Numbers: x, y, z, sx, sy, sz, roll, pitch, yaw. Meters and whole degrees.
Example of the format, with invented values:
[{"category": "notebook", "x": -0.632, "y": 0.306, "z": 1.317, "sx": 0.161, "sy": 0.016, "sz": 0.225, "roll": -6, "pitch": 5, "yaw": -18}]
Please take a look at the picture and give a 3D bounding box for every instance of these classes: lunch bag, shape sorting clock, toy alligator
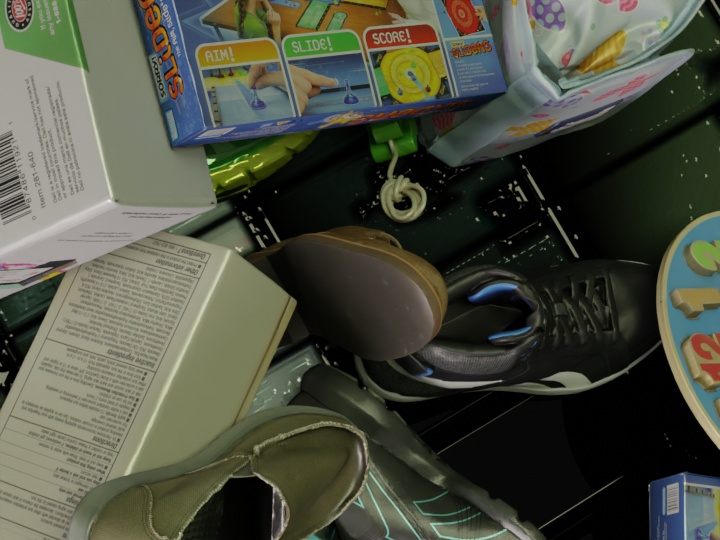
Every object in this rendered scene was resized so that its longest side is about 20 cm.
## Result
[{"category": "lunch bag", "x": 0.122, "y": -0.150, "z": 1.387, "sx": 0.127, "sy": 0.170, "sz": 0.200, "roll": 37, "pitch": 66, "yaw": -8}, {"category": "shape sorting clock", "x": 0.252, "y": 0.051, "z": 1.408, "sx": 0.199, "sy": 0.039, "sz": 0.201, "roll": 17, "pitch": 53, "yaw": -23}, {"category": "toy alligator", "x": 0.015, "y": -0.095, "z": 1.385, "sx": 0.059, "sy": 0.054, "sz": 0.201, "roll": -17, "pitch": 55, "yaw": 8}]

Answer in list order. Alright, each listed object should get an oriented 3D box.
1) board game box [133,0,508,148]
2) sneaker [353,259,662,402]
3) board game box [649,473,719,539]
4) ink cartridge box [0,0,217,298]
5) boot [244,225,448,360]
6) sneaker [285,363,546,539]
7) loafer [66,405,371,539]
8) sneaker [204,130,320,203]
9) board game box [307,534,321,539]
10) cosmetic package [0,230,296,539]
[{"category": "board game box", "x": -0.024, "y": -0.141, "z": 1.257, "sx": 0.199, "sy": 0.034, "sz": 0.136, "roll": -9, "pitch": 81, "yaw": -38}, {"category": "sneaker", "x": 0.104, "y": 0.030, "z": 1.367, "sx": 0.199, "sy": 0.112, "sz": 0.073, "roll": -12, "pitch": 81, "yaw": -19}, {"category": "board game box", "x": 0.226, "y": 0.222, "z": 1.371, "sx": 0.135, "sy": 0.034, "sz": 0.201, "roll": 11, "pitch": 71, "yaw": -27}, {"category": "ink cartridge box", "x": -0.186, "y": -0.070, "z": 1.259, "sx": 0.084, "sy": 0.199, "sz": 0.146, "roll": 0, "pitch": 73, "yaw": -54}, {"category": "boot", "x": 0.000, "y": 0.000, "z": 1.300, "sx": 0.075, "sy": 0.200, "sz": 0.074, "roll": -31, "pitch": 105, "yaw": -24}, {"category": "sneaker", "x": 0.031, "y": 0.139, "z": 1.349, "sx": 0.200, "sy": 0.075, "sz": 0.079, "roll": 38, "pitch": 80, "yaw": 4}, {"category": "loafer", "x": -0.057, "y": 0.124, "z": 1.232, "sx": 0.200, "sy": 0.069, "sz": 0.076, "roll": -22, "pitch": 118, "yaw": -46}, {"category": "sneaker", "x": -0.109, "y": -0.072, "z": 1.350, "sx": 0.199, "sy": 0.074, "sz": 0.084, "roll": -19, "pitch": 86, "yaw": -19}, {"category": "board game box", "x": -0.027, "y": 0.237, "z": 1.292, "sx": 0.200, "sy": 0.047, "sz": 0.151, "roll": 38, "pitch": 69, "yaw": 8}, {"category": "cosmetic package", "x": -0.126, "y": 0.080, "z": 1.273, "sx": 0.073, "sy": 0.103, "sz": 0.201, "roll": 39, "pitch": 72, "yaw": -51}]
